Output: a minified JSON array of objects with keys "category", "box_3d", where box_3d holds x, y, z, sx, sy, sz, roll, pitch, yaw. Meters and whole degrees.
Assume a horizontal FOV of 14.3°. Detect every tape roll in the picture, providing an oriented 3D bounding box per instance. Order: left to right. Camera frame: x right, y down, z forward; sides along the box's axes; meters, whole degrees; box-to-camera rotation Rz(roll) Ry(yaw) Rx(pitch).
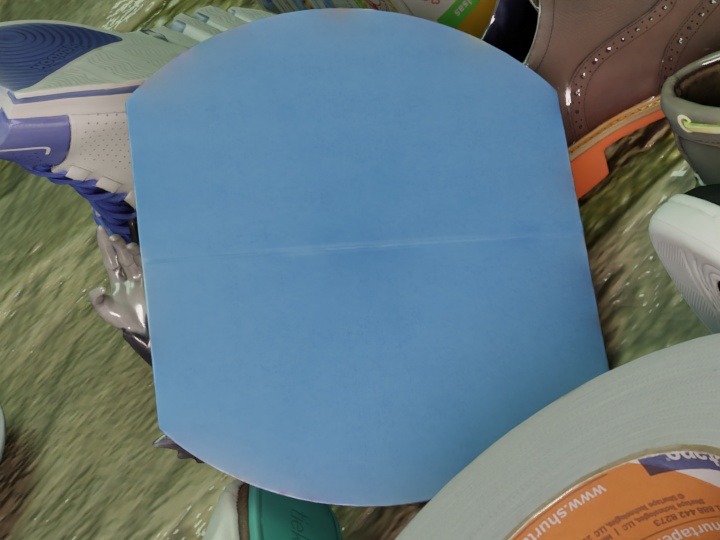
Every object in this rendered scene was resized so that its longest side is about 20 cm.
[{"category":"tape roll","box_3d":[0.082,0.108,0.791,0.200,0.066,0.201,-30,26,16]}]

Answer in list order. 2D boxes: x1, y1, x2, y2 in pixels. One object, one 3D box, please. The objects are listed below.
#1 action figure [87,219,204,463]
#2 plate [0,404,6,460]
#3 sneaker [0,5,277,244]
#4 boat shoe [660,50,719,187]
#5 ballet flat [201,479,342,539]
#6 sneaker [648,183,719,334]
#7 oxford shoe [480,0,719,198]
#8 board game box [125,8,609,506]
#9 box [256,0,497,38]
[{"category":"action figure","box_3d":[-0.044,0.005,1.097,0.118,0.102,0.200,-27,23,-4]},{"category":"plate","box_3d":[-0.225,0.127,1.223,0.200,0.026,0.200,-31,25,16]},{"category":"sneaker","box_3d":[-0.094,-0.043,1.211,0.199,0.116,0.080,-9,27,-45]},{"category":"boat shoe","box_3d":[0.189,-0.062,0.939,0.201,0.060,0.072,-16,33,39]},{"category":"ballet flat","box_3d":[-0.034,0.137,0.918,0.069,0.070,0.200,-33,21,12]},{"category":"sneaker","box_3d":[0.181,-0.003,0.851,0.112,0.073,0.200,-40,33,-12]},{"category":"oxford shoe","box_3d":[0.100,-0.096,1.103,0.200,0.073,0.071,-42,24,-7]},{"category":"board game box","box_3d":[0.000,0.000,1.016,0.157,0.039,0.201,-4,61,-8]},{"category":"box","box_3d":[0.025,-0.150,1.262,0.112,0.101,0.200,-43,25,-10]}]
